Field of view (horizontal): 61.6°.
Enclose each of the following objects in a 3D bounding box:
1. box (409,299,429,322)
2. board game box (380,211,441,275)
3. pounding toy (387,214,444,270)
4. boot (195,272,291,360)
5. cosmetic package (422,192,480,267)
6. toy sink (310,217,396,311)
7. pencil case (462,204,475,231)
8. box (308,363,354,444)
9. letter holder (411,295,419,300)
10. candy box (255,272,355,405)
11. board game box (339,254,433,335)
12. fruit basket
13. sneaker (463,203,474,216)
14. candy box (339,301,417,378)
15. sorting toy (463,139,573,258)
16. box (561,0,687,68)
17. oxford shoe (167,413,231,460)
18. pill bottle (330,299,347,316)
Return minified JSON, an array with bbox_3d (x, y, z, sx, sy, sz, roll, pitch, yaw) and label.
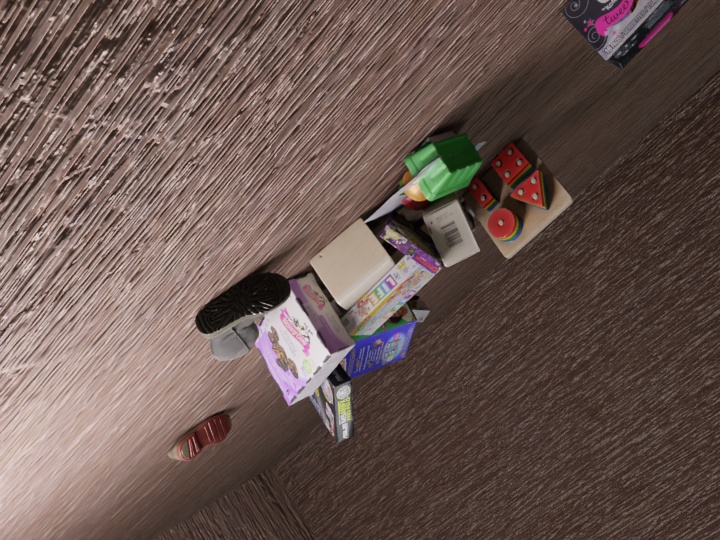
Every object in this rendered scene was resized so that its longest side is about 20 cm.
[{"bbox_3d":[0.083,0.094,1.430,0.196,0.039,0.042,5,125,-42],"label":"box"},{"bbox_3d":[0.097,-0.056,1.128,0.033,0.118,0.200,-59,180,14],"label":"board game box"},{"bbox_3d":[0.115,-0.033,1.395,0.184,0.143,0.199,-45,175,28],"label":"pounding toy"},{"bbox_3d":[-0.195,0.090,1.057,0.177,0.074,0.201,-22,157,-8],"label":"boot"},{"bbox_3d":[0.168,-0.090,1.148,0.072,0.106,0.200,-25,-167,12],"label":"cosmetic package"},{"bbox_3d":[0.000,0.000,1.196,0.129,0.113,0.200,-39,161,3],"label":"toy sink"},{"bbox_3d":[0.219,-0.084,1.549,0.078,0.089,0.201,-41,171,-32],"label":"pencil case"},{"bbox_3d":[-0.078,0.245,1.306,0.043,0.200,0.164,-17,126,-22],"label":"box"},{"bbox_3d":[0.075,0.094,1.555,0.139,0.104,0.198,9,-158,39],"label":"letter holder"},{"bbox_3d":[-0.118,0.136,1.188,0.070,0.170,0.201,-16,154,-42],"label":"candy box"},{"bbox_3d":[0.057,0.049,1.184,0.200,0.034,0.134,-45,161,15],"label":"board game box"},{"bbox_3d":[0.112,-0.162,1.081,0.183,0.096,0.199,-25,176,-41],"label":"fruit basket"},{"bbox_3d":[0.263,-0.108,1.629,0.088,0.075,0.201,-43,169,-35],"label":"sneaker"},{"bbox_3d":[0.014,0.158,1.350,0.195,0.078,0.171,-18,147,-21],"label":"candy box"},{"bbox_3d":[0.353,-0.173,1.406,0.200,0.201,0.069,-44,149,23],"label":"sorting toy"},{"bbox_3d":[0.434,-0.440,0.940,0.131,0.116,0.201,-15,152,-54],"label":"box"},{"bbox_3d":[-0.423,0.435,1.594,0.073,0.073,0.198,-15,-178,33],"label":"oxford shoe"},{"bbox_3d":[-0.098,0.162,1.439,0.199,0.114,0.112,-43,165,16],"label":"pill bottle"}]
